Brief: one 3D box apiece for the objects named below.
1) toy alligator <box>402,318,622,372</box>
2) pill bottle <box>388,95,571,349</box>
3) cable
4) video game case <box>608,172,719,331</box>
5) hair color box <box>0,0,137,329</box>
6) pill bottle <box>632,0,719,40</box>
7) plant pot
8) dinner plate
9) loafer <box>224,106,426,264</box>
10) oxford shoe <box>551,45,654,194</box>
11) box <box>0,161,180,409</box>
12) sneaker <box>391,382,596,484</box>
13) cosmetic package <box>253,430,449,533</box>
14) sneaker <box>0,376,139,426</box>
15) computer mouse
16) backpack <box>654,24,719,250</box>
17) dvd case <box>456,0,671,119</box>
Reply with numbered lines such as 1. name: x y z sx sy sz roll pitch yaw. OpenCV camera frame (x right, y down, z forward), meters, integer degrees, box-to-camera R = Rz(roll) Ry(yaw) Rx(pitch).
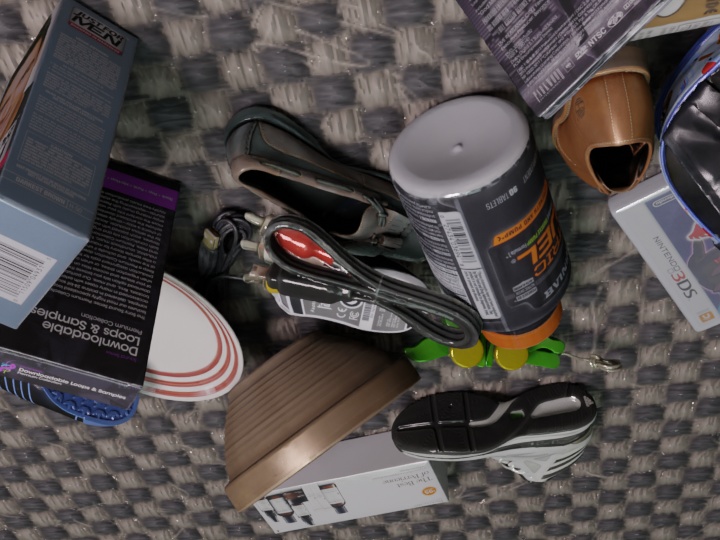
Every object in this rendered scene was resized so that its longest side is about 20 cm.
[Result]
1. toy alligator: 0.138 0.058 0.878 0.199 0.059 0.055 3 95 -4
2. pill bottle: 0.100 -0.026 0.752 0.106 0.107 0.200 -15 135 14
3. cable: 0.000 0.000 0.749 0.199 0.050 0.097 12 137 5
4. video game case: 0.330 -0.041 0.798 0.199 0.023 0.182 -27 130 24
5. hair color box: -0.204 -0.074 0.630 0.060 0.201 0.099 29 129 -27
6. pill bottle: 0.205 -0.201 0.568 0.199 0.115 0.115 -9 135 9
7. plant pot: -0.051 0.118 0.875 0.201 0.201 0.093 -39 84 32
8. dinner plate: -0.192 0.046 0.855 0.199 0.024 0.201 11 139 10
9. loafer: -0.021 -0.048 0.757 0.199 0.063 0.072 29 128 -27
10. oxford shoe: 0.169 -0.081 0.676 0.071 0.072 0.200 -10 167 14
11. box: -0.212 -0.007 0.699 0.142 0.201 0.036 19 133 -19
12. sneaker: 0.133 0.180 0.983 0.199 0.076 0.116 -6 134 2
13. cosmetic package: -0.013 0.224 1.044 0.199 0.051 0.083 -14 135 14
14. sneaker: -0.292 0.079 0.874 0.200 0.070 0.078 33 154 -15
15. computer mouse: -0.039 0.007 0.831 0.199 0.044 0.110 11 130 -3
16. backpack: 0.295 -0.088 0.648 0.190 0.154 0.200 37 116 -14
17. dvd case: 0.095 -0.206 0.523 0.016 0.201 0.149 -8 151 -49
